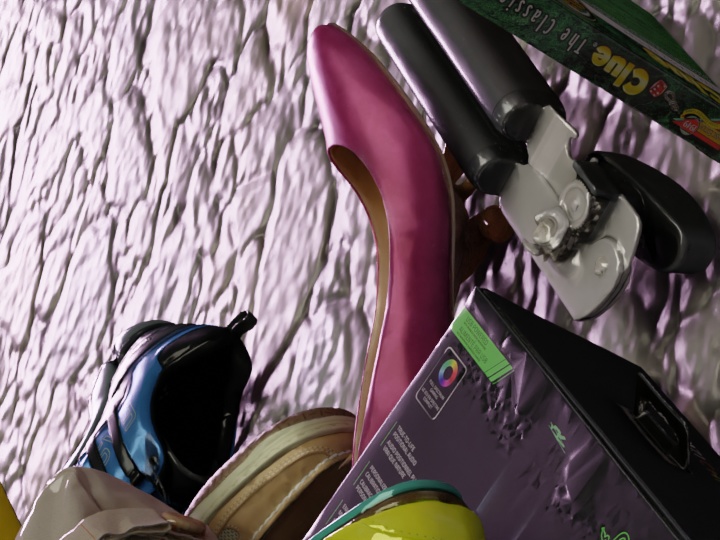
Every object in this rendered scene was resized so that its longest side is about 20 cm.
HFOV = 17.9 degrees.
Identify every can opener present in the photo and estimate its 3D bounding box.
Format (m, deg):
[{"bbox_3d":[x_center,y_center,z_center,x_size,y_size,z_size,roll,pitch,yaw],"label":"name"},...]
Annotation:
[{"bbox_3d":[0.068,-0.055,0.928,0.200,0.066,0.053,56,130,39],"label":"can opener"}]

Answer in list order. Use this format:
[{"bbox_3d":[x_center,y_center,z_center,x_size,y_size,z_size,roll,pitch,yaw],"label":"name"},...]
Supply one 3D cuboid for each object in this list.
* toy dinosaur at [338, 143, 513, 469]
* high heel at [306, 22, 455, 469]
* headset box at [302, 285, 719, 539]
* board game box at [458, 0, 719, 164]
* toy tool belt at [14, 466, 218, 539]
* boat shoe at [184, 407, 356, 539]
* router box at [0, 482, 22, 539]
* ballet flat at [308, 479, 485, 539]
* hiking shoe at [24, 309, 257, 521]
[{"bbox_3d":[0.037,-0.009,0.990,0.201,0.060,0.106,-91,27,-52],"label":"toy dinosaur"},{"bbox_3d":[0.000,0.000,0.921,0.095,0.201,0.067,-25,-8,-6],"label":"high heel"},{"bbox_3d":[0.059,0.129,0.810,0.200,0.092,0.174,-55,33,14],"label":"headset box"},{"bbox_3d":[0.060,-0.113,0.877,0.024,0.199,0.105,-53,33,15],"label":"board game box"},{"bbox_3d":[-0.104,0.189,0.918,0.122,0.125,0.201,22,85,30],"label":"toy tool belt"},{"bbox_3d":[-0.048,0.149,0.993,0.200,0.071,0.076,-56,45,28],"label":"boat shoe"},{"bbox_3d":[-0.243,0.163,1.025,0.149,0.199,0.051,55,158,39],"label":"router box"},{"bbox_3d":[-0.030,0.140,0.789,0.200,0.067,0.067,-35,56,36],"label":"ballet flat"},{"bbox_3d":[-0.109,0.112,1.085,0.087,0.074,0.201,-15,56,57],"label":"hiking shoe"}]
